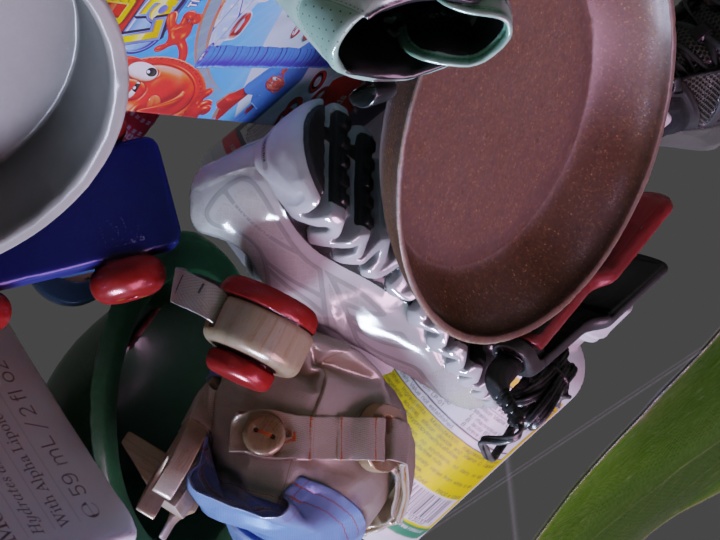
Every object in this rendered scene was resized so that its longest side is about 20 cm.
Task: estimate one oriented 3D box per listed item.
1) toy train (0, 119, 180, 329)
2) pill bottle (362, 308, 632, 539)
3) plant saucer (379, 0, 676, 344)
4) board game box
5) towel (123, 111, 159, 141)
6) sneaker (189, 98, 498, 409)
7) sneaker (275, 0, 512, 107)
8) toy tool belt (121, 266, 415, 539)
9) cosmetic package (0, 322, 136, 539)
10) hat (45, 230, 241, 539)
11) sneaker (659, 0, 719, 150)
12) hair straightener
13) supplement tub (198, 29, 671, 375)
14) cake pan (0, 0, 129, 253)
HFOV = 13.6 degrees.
[{"bbox_3d":[-0.187,-0.004,1.331,0.199,0.085,0.116,-14,173,-16],"label":"toy train"},{"bbox_3d":[0.057,0.057,1.733,0.200,0.113,0.113,-44,156,17],"label":"pill bottle"},{"bbox_3d":[0.067,-0.068,1.315,0.200,0.037,0.201,-29,129,-44],"label":"plant saucer"},{"bbox_3d":[-0.037,-0.150,1.231,0.195,0.056,0.200,2,136,-46],"label":"board game box"},{"bbox_3d":[-0.078,-0.126,1.314,0.200,0.023,0.145,-41,156,11],"label":"towel"},{"bbox_3d":[0.000,0.000,1.354,0.081,0.075,0.200,-20,135,27],"label":"sneaker"},{"bbox_3d":[0.047,-0.127,1.170,0.200,0.118,0.074,-18,146,-28],"label":"sneaker"},{"bbox_3d":[-0.045,0.087,1.360,0.123,0.125,0.200,-65,163,-10],"label":"toy tool belt"},{"bbox_3d":[-0.243,0.128,1.371,0.200,0.165,0.165,-15,149,-39],"label":"cosmetic package"},{"bbox_3d":[-0.155,0.074,1.484,0.166,0.175,0.201,-53,138,-48],"label":"hat"},{"bbox_3d":[0.171,-0.117,1.616,0.199,0.076,0.114,-7,141,-54],"label":"sneaker"},{"bbox_3d":[0.100,0.037,1.408,0.200,0.041,0.077,-52,148,-54],"label":"hair straightener"},{"bbox_3d":[0.035,-0.057,1.450,0.200,0.141,0.140,-39,157,6],"label":"supplement tub"},{"bbox_3d":[-0.189,-0.073,1.146,0.199,0.037,0.201,-8,138,-8],"label":"cake pan"}]
